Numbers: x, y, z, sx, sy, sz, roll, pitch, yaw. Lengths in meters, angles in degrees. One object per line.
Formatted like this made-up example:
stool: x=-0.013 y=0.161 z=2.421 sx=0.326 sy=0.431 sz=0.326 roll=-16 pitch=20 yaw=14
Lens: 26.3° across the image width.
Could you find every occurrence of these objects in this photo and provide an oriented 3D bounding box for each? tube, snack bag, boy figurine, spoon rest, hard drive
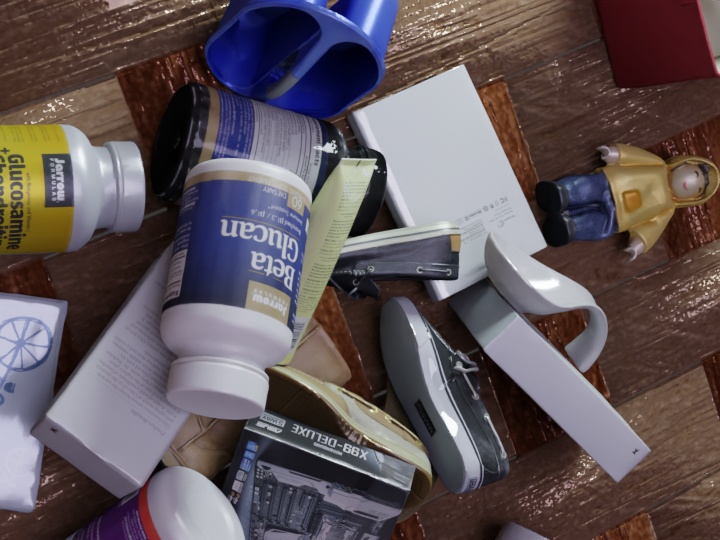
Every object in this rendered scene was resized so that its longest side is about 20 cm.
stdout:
tube: x=-0.044 y=-0.013 z=1.376 sx=0.052 sy=0.058 sz=0.200 roll=21 pitch=106 yaw=-22
snack bag: x=-0.360 y=0.113 z=1.355 sx=0.189 sy=0.021 sz=0.200 roll=7 pitch=89 yaw=-22
boy figurine: x=0.283 y=-0.073 z=1.599 sx=0.200 sy=0.064 sz=0.124 roll=-12 pitch=94 yaw=-19
spoon rest: x=0.184 y=0.025 z=1.500 sx=0.061 sy=0.099 sz=0.200 roll=-40 pitch=133 yaw=8
hard drive: x=0.086 y=-0.087 z=1.517 sx=0.132 sy=0.026 sz=0.200 roll=-26 pitch=92 yaw=-20

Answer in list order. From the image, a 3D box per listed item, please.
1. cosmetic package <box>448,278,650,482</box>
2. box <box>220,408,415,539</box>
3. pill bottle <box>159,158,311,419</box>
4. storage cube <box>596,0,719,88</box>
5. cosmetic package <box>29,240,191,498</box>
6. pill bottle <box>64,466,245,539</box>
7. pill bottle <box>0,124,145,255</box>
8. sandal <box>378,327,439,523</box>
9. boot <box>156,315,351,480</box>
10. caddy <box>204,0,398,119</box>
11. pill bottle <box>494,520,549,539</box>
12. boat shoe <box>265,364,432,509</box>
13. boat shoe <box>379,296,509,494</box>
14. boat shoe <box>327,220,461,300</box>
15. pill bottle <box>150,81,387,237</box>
cosmetic package: x=0.183 y=0.102 z=1.512 sx=0.052 sy=0.151 sz=0.200 roll=-45 pitch=108 yaw=2
box: x=-0.058 y=0.240 z=1.399 sx=0.158 sy=0.050 sz=0.200 roll=22 pitch=113 yaw=0
pill bottle: x=-0.106 y=0.017 z=1.286 sx=0.111 sy=0.111 sz=0.200 roll=16 pitch=68 yaw=-23
storage cube: x=0.354 y=-0.290 z=1.558 sx=0.171 sy=0.180 sz=0.200 roll=-19 pitch=100 yaw=-21
cosmetic package: x=-0.184 y=0.085 z=1.334 sx=0.101 sy=0.071 sz=0.200 roll=38 pitch=62 yaw=-9
pill bottle: x=-0.204 y=0.265 z=1.342 sx=0.200 sy=0.112 sz=0.112 roll=-37 pitch=108 yaw=18
pill bottle: x=-0.293 y=-0.070 z=1.328 sx=0.200 sy=0.112 sz=0.112 roll=-3 pitch=93 yaw=-23
sandal: x=0.038 y=0.157 z=1.505 sx=0.078 sy=0.070 sz=0.212 roll=16 pitch=63 yaw=-9
boot: x=-0.132 y=0.092 z=1.433 sx=0.200 sy=0.066 sz=0.175 roll=-39 pitch=108 yaw=-20
caddy: x=-0.055 y=-0.203 z=1.385 sx=0.141 sy=0.200 sz=0.105 roll=28 pitch=65 yaw=-19
pill bottle: x=0.140 y=0.357 z=1.522 sx=0.120 sy=0.120 sz=0.200 roll=32 pitch=80 yaw=-21
boat shoe: x=-0.022 y=0.144 z=1.418 sx=0.200 sy=0.066 sz=0.074 roll=36 pitch=114 yaw=-7
boat shoe: x=0.082 y=0.111 z=1.458 sx=0.068 sy=0.074 sz=0.199 roll=-12 pitch=63 yaw=-30
boat shoe: x=0.000 y=0.000 z=1.450 sx=0.200 sy=0.075 sz=0.062 roll=-10 pitch=89 yaw=-1
pill bottle: x=-0.082 y=-0.094 z=1.416 sx=0.200 sy=0.112 sz=0.112 roll=15 pitch=86 yaw=-23
